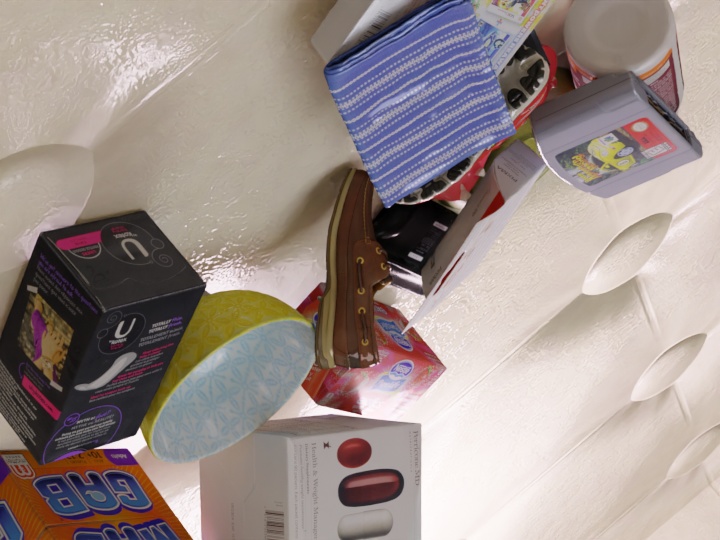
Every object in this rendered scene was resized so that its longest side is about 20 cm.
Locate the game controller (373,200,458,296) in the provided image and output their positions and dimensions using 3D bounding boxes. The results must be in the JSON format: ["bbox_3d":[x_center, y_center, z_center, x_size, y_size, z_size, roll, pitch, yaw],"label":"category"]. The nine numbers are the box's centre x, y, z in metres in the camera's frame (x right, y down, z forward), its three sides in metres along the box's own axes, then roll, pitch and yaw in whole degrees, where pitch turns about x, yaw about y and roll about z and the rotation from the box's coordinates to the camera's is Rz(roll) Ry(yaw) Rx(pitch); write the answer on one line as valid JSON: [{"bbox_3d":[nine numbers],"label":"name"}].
[{"bbox_3d":[0.059,-0.028,1.998,0.105,0.042,0.200,-58,152,5],"label":"game controller"}]

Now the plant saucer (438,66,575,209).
[{"bbox_3d":[0.166,-0.133,1.975,0.199,0.031,0.201,-31,153,-18],"label":"plant saucer"}]

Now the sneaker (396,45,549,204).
[{"bbox_3d":[0.104,-0.126,1.736,0.200,0.077,0.085,-39,160,0],"label":"sneaker"}]

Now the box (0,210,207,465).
[{"bbox_3d":[-0.241,0.060,1.640,0.122,0.106,0.201,-15,144,-45],"label":"box"}]

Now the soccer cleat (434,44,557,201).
[{"bbox_3d":[0.124,-0.156,1.859,0.200,0.076,0.067,-53,134,-12],"label":"soccer cleat"}]

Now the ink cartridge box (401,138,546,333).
[{"bbox_3d":[0.105,-0.036,1.885,0.161,0.047,0.200,-57,170,32],"label":"ink cartridge box"}]

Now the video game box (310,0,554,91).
[{"bbox_3d":[0.081,-0.240,1.579,0.182,0.047,0.200,19,117,-43],"label":"video game box"}]

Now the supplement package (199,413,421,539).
[{"bbox_3d":[-0.051,0.257,1.944,0.199,0.146,0.193,-2,92,-45],"label":"supplement package"}]

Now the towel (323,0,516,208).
[{"bbox_3d":[0.056,-0.148,1.602,0.144,0.024,0.200,-31,142,-3],"label":"towel"}]

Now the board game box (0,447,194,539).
[{"bbox_3d":[-0.304,0.322,1.861,0.200,0.200,0.199,-51,152,20],"label":"board game box"}]

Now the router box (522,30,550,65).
[{"bbox_3d":[0.088,-0.202,1.735,0.157,0.052,0.200,-40,154,0],"label":"router box"}]

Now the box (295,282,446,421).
[{"bbox_3d":[-0.001,0.093,2.025,0.096,0.100,0.200,-46,153,12],"label":"box"}]

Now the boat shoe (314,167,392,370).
[{"bbox_3d":[0.000,0.000,1.805,0.072,0.067,0.202,57,39,-78],"label":"boat shoe"}]

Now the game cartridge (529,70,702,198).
[{"bbox_3d":[0.258,-0.135,1.882,0.132,0.041,0.200,-20,153,25],"label":"game cartridge"}]

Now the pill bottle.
[{"bbox_3d":[0.279,-0.208,1.914,0.114,0.114,0.200,-38,154,-4],"label":"pill bottle"}]

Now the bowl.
[{"bbox_3d":[-0.150,0.082,1.797,0.199,0.108,0.201,-31,152,-18],"label":"bowl"}]
